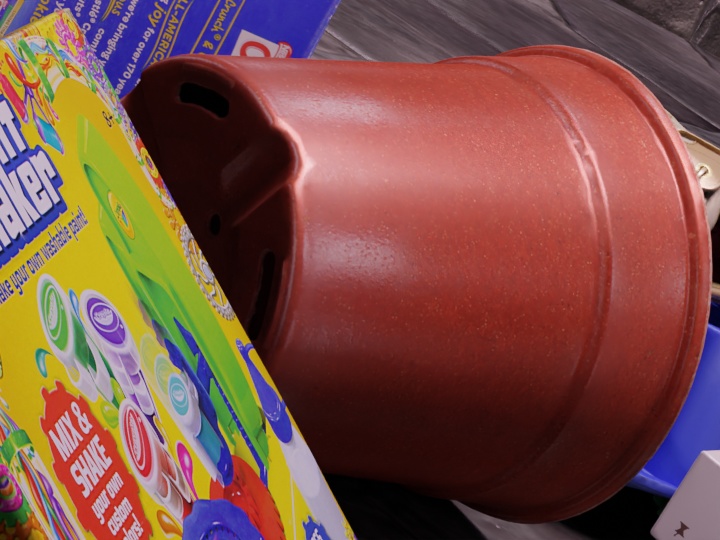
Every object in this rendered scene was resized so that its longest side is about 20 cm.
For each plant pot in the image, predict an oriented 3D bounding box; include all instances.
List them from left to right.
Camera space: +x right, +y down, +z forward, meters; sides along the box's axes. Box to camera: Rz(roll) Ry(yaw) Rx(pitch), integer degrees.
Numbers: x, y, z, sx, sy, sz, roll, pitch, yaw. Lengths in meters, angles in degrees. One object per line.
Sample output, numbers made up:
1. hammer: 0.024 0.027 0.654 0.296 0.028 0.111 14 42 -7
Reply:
1. plant pot: 0.000 0.000 1.000 0.195 0.202 0.201 4 28 -42

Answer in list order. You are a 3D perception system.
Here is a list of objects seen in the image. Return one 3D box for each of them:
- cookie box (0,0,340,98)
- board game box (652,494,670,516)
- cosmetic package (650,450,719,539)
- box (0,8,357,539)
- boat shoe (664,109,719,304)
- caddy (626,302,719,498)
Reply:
1. cookie box: -0.124 -0.123 1.174 0.199 0.172 0.075 29 18 -5
2. board game box: 0.215 0.113 1.327 0.199 0.026 0.200 25 16 -19
3. cosmetic package: 0.243 0.153 1.107 0.200 0.052 0.150 39 21 28
4. box: -0.090 0.065 0.549 0.193 0.122 0.200 61 12 -8
5. boat shoe: 0.138 -0.034 1.139 0.199 0.074 0.066 21 9 -38
6. caddy: 0.105 0.039 1.204 0.141 0.105 0.200 24 13 -31
